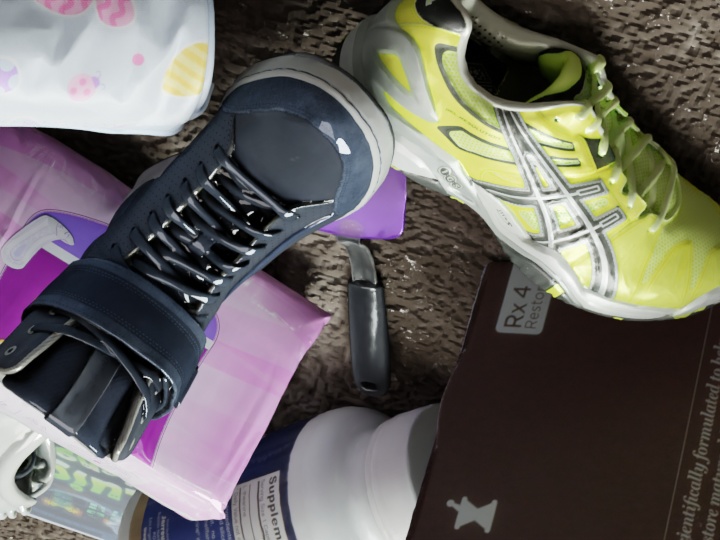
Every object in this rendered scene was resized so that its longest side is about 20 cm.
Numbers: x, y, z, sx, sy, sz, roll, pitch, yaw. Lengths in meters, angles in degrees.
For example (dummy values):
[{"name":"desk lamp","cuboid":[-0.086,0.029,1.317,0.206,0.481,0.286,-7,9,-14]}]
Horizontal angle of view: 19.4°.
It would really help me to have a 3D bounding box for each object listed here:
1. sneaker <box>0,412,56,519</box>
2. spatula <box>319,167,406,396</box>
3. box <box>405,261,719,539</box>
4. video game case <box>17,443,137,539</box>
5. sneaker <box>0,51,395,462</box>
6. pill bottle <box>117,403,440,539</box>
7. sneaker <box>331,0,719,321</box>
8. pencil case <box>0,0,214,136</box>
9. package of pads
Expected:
[{"name":"sneaker","cuboid":[-0.210,0.114,1.167,0.071,0.073,0.200,29,143,-3]},{"name":"spatula","cuboid":[0.000,0.000,1.002,0.056,0.021,0.200,9,145,13]},{"name":"box","cuboid":[0.136,0.123,0.983,0.164,0.166,0.200,4,144,21]},{"name":"video game case","cuboid":[-0.198,0.090,1.213,0.199,0.023,0.182,18,146,-1]},{"name":"sneaker","cuboid":[-0.071,0.002,0.855,0.077,0.146,0.202,41,147,-10]},{"name":"pill bottle","cuboid":[-0.025,0.136,1.115,0.200,0.111,0.111,-22,129,36]},{"name":"sneaker","cuboid":[0.084,-0.045,0.857,0.200,0.076,0.076,29,144,-18]},{"name":"pencil case","cuboid":[-0.156,-0.091,0.817,0.199,0.091,0.083,-8,165,-24]},{"name":"package of pads","cuboid":[-0.125,0.024,0.998,0.200,0.121,0.076,33,165,-21]}]
